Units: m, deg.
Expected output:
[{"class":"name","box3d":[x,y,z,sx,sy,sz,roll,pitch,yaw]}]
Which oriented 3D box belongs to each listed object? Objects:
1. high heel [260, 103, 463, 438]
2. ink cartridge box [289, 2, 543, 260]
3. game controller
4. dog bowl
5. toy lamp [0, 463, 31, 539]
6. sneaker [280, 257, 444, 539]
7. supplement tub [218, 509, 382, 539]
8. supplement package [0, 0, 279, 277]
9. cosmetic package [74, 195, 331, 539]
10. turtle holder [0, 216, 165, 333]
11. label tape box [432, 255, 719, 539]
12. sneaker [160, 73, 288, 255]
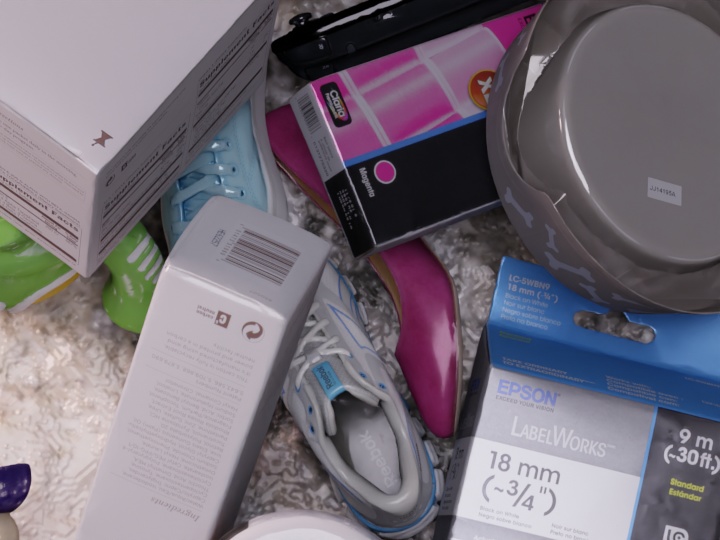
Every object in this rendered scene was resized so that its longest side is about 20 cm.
[{"class":"high heel","box3d":[0.000,0.000,1.418,0.096,0.067,0.201,-8,69,-5]},{"class":"ink cartridge box","box3d":[0.066,-0.083,1.406,0.199,0.037,0.095,-21,86,-28]},{"class":"game controller","box3d":[0.046,-0.155,1.421,0.199,0.104,0.042,-22,105,-3]},{"class":"dog bowl","box3d":[0.154,-0.068,1.391,0.199,0.059,0.201,9,71,-28]},{"class":"toy lamp","box3d":[-0.169,0.202,1.328,0.058,0.058,0.201,-18,80,-2]},{"class":"sneaker","box3d":[-0.018,0.051,1.400,0.075,0.087,0.200,-34,81,-3]},{"class":"supplement tub","box3d":[-0.028,0.187,1.321,0.122,0.200,0.123,0,82,1]},{"class":"supplement package","box3d":[-0.164,-0.128,1.297,0.200,0.111,0.156,35,63,9]},{"class":"cosmetic package","box3d":[-0.085,0.074,1.343,0.074,0.102,0.201,23,116,4]},{"class":"turtle holder","box3d":[-0.184,-0.043,1.387,0.185,0.132,0.142,5,62,-7]},{"class":"label tape box","box3d":[0.124,0.101,1.396,0.144,0.063,0.201,14,82,-3]},{"class":"sneaker","box3d":[-0.091,-0.072,1.394,0.074,0.082,0.201,-16,69,25]}]
